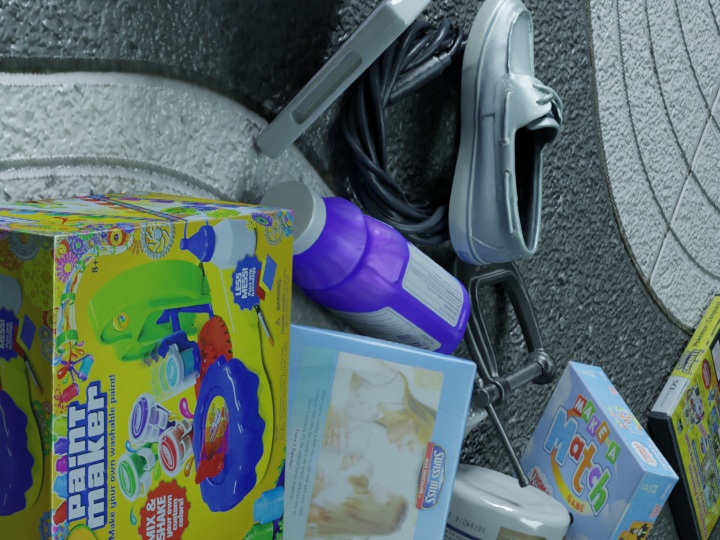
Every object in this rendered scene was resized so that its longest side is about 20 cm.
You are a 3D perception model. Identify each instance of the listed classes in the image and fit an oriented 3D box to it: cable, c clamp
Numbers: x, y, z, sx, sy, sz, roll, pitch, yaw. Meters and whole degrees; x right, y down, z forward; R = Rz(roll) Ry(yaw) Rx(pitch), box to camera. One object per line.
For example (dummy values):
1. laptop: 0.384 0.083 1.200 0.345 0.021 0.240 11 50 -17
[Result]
1. cable: 0.054 -0.102 1.265 0.199 0.050 0.165 -4 99 -54
2. c clamp: 0.111 0.062 1.336 0.172 0.027 0.200 66 22 -2

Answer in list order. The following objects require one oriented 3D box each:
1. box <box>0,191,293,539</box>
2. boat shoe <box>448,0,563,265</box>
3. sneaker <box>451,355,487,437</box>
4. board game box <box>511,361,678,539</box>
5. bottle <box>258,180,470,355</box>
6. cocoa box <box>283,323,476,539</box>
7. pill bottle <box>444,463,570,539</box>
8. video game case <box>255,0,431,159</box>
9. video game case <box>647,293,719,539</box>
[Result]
1. box: -0.143 0.066 0.952 0.192 0.121 0.202 -10 105 -53
2. boat shoe: 0.114 -0.103 1.257 0.070 0.071 0.203 20 74 -57
3. sneaker: 0.031 0.122 1.281 0.200 0.075 0.082 -32 158 -54
4. board game box: 0.160 0.195 1.337 0.036 0.152 0.201 14 113 -24
5. bottle: 0.000 0.000 1.178 0.200 0.083 0.066 36 68 -51
6. cocoa box: -0.014 0.142 1.100 0.131 0.132 0.202 155 -54 -84
7. pill bottle: 0.076 0.257 1.302 0.111 0.110 0.202 8 102 -55
8. video game case: 0.027 -0.174 1.121 0.022 0.182 0.200 43 53 -6
9. video game case: 0.358 0.158 1.780 0.181 0.025 0.201 -53 137 -36
